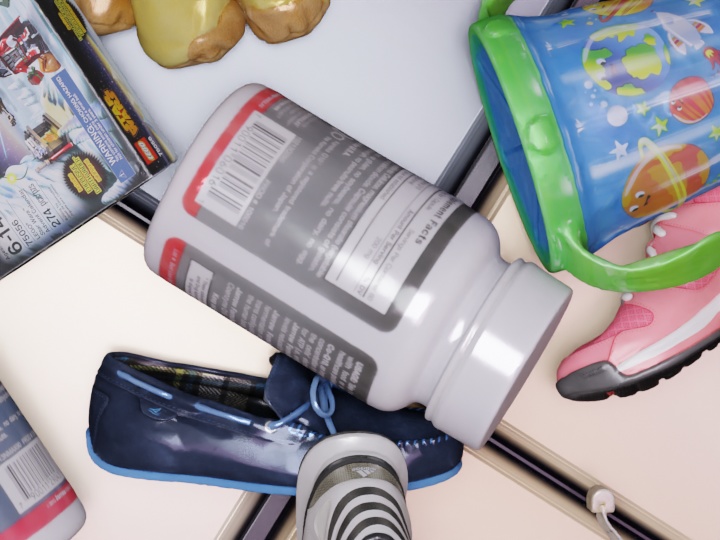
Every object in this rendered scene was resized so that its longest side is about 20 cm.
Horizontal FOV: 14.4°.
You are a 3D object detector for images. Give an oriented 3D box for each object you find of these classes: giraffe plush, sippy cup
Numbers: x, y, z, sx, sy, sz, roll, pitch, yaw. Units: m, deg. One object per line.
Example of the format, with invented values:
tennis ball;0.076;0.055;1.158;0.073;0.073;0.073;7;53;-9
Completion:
giraffe plush;-0.093;-0.204;1.432;0.171;0.162;0.201;-13;94;-1
sippy cup;0.136;-0.083;1.463;0.130;0.140;0.179;-19;95;-3

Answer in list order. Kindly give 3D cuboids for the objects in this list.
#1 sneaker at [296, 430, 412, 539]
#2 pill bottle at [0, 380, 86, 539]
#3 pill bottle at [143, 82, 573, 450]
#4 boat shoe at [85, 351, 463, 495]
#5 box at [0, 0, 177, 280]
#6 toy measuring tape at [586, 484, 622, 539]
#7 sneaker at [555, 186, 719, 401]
sneaker;-0.004;0.192;1.450;0.075;0.116;0.201;-3;126;-5
pill bottle;-0.241;0.077;1.464;0.119;0.120;0.201;-33;93;0
pill bottle;0.000;0.000;1.457;0.199;0.114;0.114;31;92;7
boat shoe;-0.044;0.077;1.490;0.199;0.084;0.069;2;105;-5
box;-0.204;-0.102;1.468;0.137;0.040;0.201;-32;94;27
toy measuring tape;0.201;0.183;1.516;0.073;0.074;0.201;-35;95;0
sneaker;0.177;-0.005;1.513;0.200;0.074;0.087;-34;81;-4
